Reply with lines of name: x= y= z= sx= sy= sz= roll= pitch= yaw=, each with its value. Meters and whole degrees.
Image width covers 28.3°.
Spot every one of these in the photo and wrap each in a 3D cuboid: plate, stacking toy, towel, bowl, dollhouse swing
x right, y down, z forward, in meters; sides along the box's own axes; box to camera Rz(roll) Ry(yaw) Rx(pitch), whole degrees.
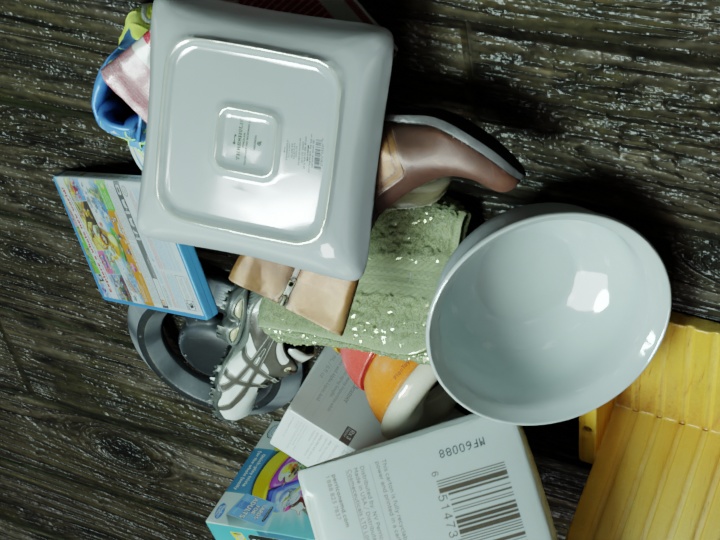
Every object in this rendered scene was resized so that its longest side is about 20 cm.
plate: x=-0.082 y=-0.101 z=1.101 sx=0.200 sy=0.032 sz=0.200 roll=12 pitch=106 yaw=16
stacking toy: x=0.015 y=0.045 z=1.316 sx=0.200 sy=0.146 sz=0.146 roll=43 pitch=145 yaw=19
towel: x=0.000 y=0.000 z=1.250 sx=0.200 sy=0.149 sz=0.036 roll=7 pitch=174 yaw=34
towel: x=-0.088 y=-0.167 z=1.142 sx=0.200 sy=0.023 sz=0.144 roll=-36 pitch=113 yaw=19
bowl: x=0.144 y=0.021 z=1.168 sx=0.201 sy=0.090 sz=0.201 roll=-5 pitch=120 yaw=-8
dollhouse swing: x=0.270 y=0.165 z=1.196 sx=0.200 sy=0.176 sz=0.182 roll=16 pitch=139 yaw=23

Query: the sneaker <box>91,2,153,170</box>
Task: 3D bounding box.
sneaker: x=-0.200 y=-0.136 z=1.261 sx=0.076 sy=0.105 sz=0.200 roll=21 pitch=140 yaw=15

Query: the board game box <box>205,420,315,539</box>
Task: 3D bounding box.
board game box: x=-0.041 y=0.235 z=1.511 sx=0.200 sy=0.151 sz=0.047 roll=2 pitch=132 yaw=34

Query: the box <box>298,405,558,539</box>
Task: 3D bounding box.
box: x=0.073 y=0.243 z=1.260 sx=0.200 sy=0.199 sz=0.171 roll=-17 pitch=169 yaw=6

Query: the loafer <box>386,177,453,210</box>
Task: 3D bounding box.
loafer: x=-0.010 y=-0.081 z=1.215 sx=0.200 sy=0.076 sz=0.067 roll=6 pitch=147 yaw=25

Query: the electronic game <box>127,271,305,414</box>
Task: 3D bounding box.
electronic game: x=-0.153 y=0.078 z=1.508 sx=0.200 sy=0.042 sz=0.200 roll=13 pitch=135 yaw=14

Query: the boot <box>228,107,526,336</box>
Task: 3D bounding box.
boot: x=0.012 y=-0.038 z=1.124 sx=0.188 sy=0.068 sz=0.200 roll=22 pitch=104 yaw=1

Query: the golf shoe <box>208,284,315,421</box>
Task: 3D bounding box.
golf shoe: x=-0.095 y=0.090 z=1.409 sx=0.094 sy=0.078 sz=0.200 roll=16 pitch=138 yaw=4

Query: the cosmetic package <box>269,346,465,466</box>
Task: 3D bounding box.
cosmetic package: x=0.025 y=0.169 z=1.426 sx=0.200 sy=0.113 sz=0.081 roll=30 pitch=142 yaw=3

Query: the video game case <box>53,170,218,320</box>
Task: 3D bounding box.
video game case: x=-0.222 y=-0.027 z=1.399 sx=0.200 sy=0.018 sz=0.143 roll=7 pitch=123 yaw=50
